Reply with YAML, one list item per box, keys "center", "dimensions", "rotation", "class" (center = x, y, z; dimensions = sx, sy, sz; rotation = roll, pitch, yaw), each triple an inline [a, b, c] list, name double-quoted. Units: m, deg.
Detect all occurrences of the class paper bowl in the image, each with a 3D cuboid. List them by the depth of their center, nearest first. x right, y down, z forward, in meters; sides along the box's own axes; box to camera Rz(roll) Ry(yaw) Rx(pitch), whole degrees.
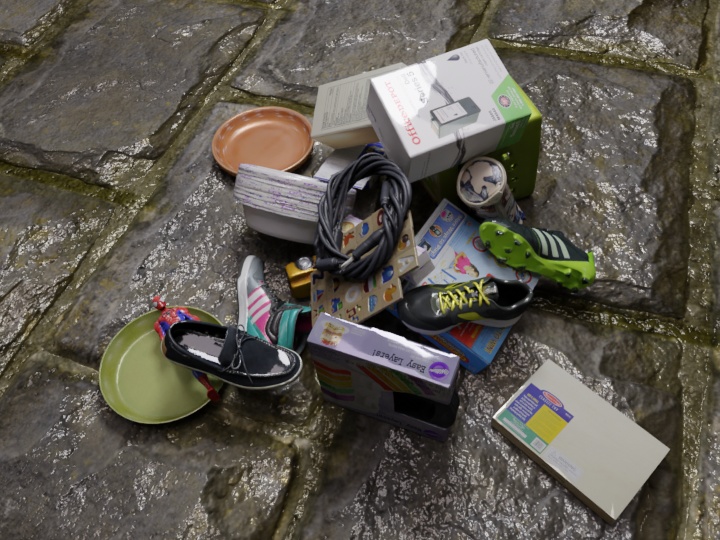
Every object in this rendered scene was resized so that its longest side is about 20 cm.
- center: [-0.113, -0.108, 1.090]
  dimensions: [0.200, 0.201, 0.105]
  rotation: [17, 98, 15]
  class: "paper bowl"

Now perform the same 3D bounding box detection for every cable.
- center: [0.002, -0.086, 0.942]
  dimensions: [0.163, 0.051, 0.200]
  rotation: [0, 66, 47]
  class: "cable"

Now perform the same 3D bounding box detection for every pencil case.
- center: [0.211, -0.108, 1.046]
  dimensions: [0.078, 0.200, 0.089]
  rotation: [-47, 63, 4]
  class: "pencil case"

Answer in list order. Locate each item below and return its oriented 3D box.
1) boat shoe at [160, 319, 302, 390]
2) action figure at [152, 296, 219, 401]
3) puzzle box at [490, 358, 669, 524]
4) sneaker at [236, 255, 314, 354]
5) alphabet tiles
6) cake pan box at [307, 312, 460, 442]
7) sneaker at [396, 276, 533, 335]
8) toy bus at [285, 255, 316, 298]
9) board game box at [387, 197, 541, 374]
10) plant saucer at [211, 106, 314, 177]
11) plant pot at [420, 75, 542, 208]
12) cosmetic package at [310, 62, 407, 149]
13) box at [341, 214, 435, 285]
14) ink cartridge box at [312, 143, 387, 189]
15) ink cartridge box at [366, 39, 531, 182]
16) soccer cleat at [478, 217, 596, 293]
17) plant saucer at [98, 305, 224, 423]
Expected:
- center: [-0.178, 0.114, 0.906]
  dimensions: [0.199, 0.062, 0.075]
  rotation: [15, 55, -4]
  class: "boat shoe"
- center: [-0.256, 0.104, 0.974]
  dimensions: [0.065, 0.052, 0.200]
  rotation: [-38, 58, -18]
  class: "action figure"
- center: [0.298, 0.227, 0.897]
  dimensions: [0.133, 0.025, 0.200]
  rotation: [-38, 60, -22]
  class: "puzzle box"
- center: [-0.127, 0.059, 1.011]
  dimensions: [0.120, 0.084, 0.200]
  rotation: [-7, 60, 4]
  class: "sneaker"
- center: [0.000, 0.000, 0.935]
  dimensions: [0.200, 0.006, 0.167]
  rotation: [-32, 46, 30]
  class: "alphabet tiles"
- center: [0.037, 0.148, 0.875]
  dimensions: [0.199, 0.184, 0.052]
  rotation: [17, 60, 15]
  class: "cake pan box"
- center: [0.148, 0.038, 0.913]
  dimensions: [0.199, 0.085, 0.075]
  rotation: [-4, 65, -18]
  class: "sneaker"
- center: [-0.016, 0.004, 1.061]
  dimensions: [0.199, 0.065, 0.078]
  rotation: [-18, 55, -10]
  class: "toy bus"
- center: [0.151, 0.020, 1.004]
  dimensions: [0.196, 0.056, 0.200]
  rotation: [37, 61, 3]
  class: "board game box"
- center: [-0.187, -0.242, 1.275]
  dimensions: [0.199, 0.038, 0.201]
  rotation: [-2, 52, 2]
  class: "plant saucer"
- center: [0.184, -0.225, 1.146]
  dimensions: [0.181, 0.200, 0.199]
  rotation: [-24, 55, -5]
  class: "plant pot"
- center: [0.011, -0.276, 1.123]
  dimensions: [0.200, 0.071, 0.106]
  rotation: [2, 80, 45]
  class: "cosmetic package"
- center: [0.030, -0.034, 0.970]
  dimensions: [0.041, 0.039, 0.200]
  rotation: [-41, 36, -13]
  class: "box"
- center: [-0.007, -0.199, 1.205]
  dimensions: [0.094, 0.037, 0.200]
  rotation: [15, 39, 14]
  class: "ink cartridge box"
- center: [0.127, -0.237, 0.979]
  dimensions: [0.200, 0.084, 0.146]
  rotation: [-22, 73, -11]
  class: "ink cartridge box"
- center: [0.270, -0.036, 1.002]
  dimensions: [0.200, 0.068, 0.081]
  rotation: [26, 51, -10]
  class: "soccer cleat"
- center: [-0.291, 0.144, 0.992]
  dimensions: [0.199, 0.031, 0.200]
  rotation: [-1, 53, 1]
  class: "plant saucer"
